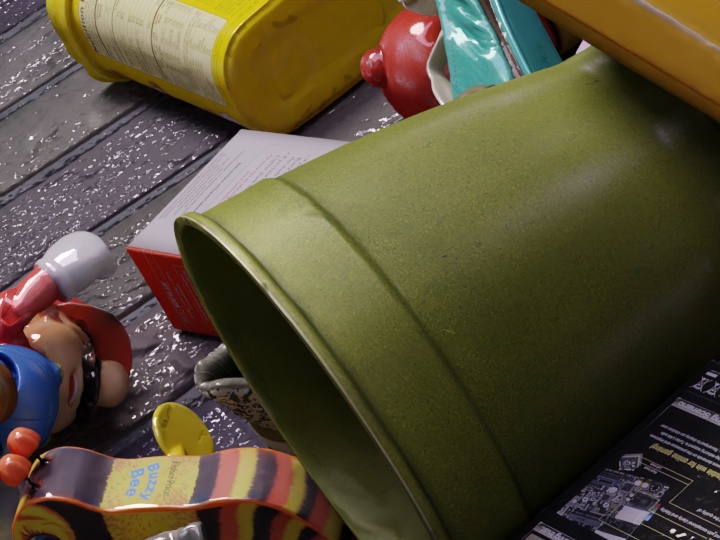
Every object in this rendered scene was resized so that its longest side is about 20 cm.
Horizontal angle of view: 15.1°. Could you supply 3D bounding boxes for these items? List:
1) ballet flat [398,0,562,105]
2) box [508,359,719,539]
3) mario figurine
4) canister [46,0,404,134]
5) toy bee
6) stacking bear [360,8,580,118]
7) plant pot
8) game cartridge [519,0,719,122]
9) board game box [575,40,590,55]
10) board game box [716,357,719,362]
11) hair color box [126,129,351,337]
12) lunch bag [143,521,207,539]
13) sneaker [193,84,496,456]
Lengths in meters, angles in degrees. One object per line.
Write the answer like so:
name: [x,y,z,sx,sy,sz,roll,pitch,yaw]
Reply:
ballet flat: [0.052,-0.132,1.348,0.070,0.067,0.200,-35,54,30]
box: [0.150,0.137,0.976,0.164,0.086,0.200,-40,33,-19]
mario figurine: [-0.152,0.059,1.307,0.123,0.106,0.200,-41,4,17]
canister: [-0.074,-0.158,1.587,0.149,0.087,0.200,-40,34,-19]
toy bee: [-0.108,0.115,1.191,0.200,0.109,0.131,-27,33,2]
stacking bear: [0.083,-0.155,1.439,0.200,0.121,0.114,-52,3,-16]
plant pot: [0.060,0.010,1.098,0.193,0.200,0.200,-34,32,-11]
game cartridge: [0.162,-0.083,1.088,0.200,0.032,0.176,36,21,17]
board game box: [0.218,-0.168,1.296,0.199,0.041,0.200,-23,20,31]
board game box: [0.265,-0.004,1.135,0.200,0.045,0.152,-42,34,-23]
hair color box: [-0.010,-0.011,1.343,0.200,0.061,0.102,9,48,46]
lunch bag: [-0.106,0.192,1.021,0.164,0.200,0.118,-22,71,-5]
sneaker: [0.000,0.000,1.195,0.200,0.089,0.077,-54,54,13]
